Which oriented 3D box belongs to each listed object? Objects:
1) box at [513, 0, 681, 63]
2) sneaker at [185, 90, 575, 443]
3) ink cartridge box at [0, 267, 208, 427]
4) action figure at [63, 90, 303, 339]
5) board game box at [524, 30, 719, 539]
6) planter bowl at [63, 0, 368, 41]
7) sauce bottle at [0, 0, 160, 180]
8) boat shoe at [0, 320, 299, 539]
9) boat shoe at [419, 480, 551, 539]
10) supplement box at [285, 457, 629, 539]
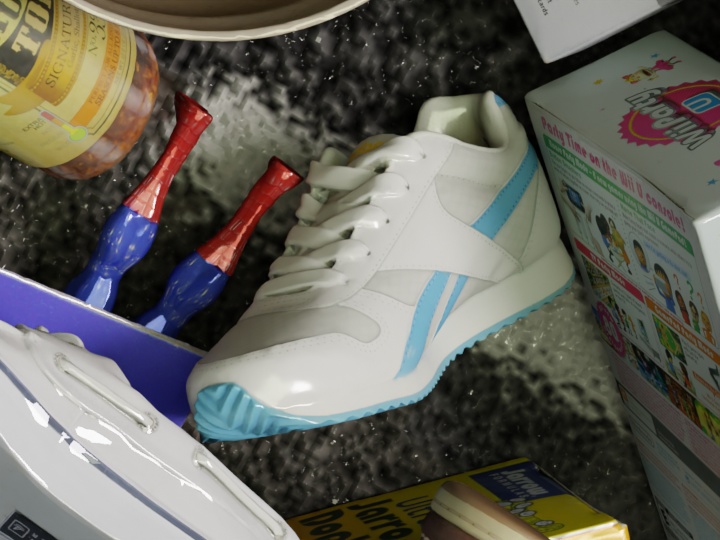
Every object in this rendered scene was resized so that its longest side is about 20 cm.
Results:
[{"bbox_3d":[0.117,-0.183,0.874,0.199,0.041,0.156,-25,92,26],"label":"box"},{"bbox_3d":[0.000,0.000,0.883,0.200,0.076,0.081,-35,111,-53],"label":"sneaker"},{"bbox_3d":[-0.173,0.082,0.856,0.198,0.043,0.200,23,110,-25],"label":"ink cartridge box"},{"bbox_3d":[-0.097,0.035,0.916,0.065,0.052,0.200,34,94,-11],"label":"action figure"},{"bbox_3d":[0.136,0.033,0.904,0.064,0.148,0.201,-25,116,-9],"label":"board game box"},{"bbox_3d":[-0.059,-0.180,0.850,0.199,0.135,0.201,-2,99,-14],"label":"planter bowl"},{"bbox_3d":[-0.150,-0.092,0.832,0.200,0.066,0.066,29,90,-47],"label":"sauce bottle"},{"bbox_3d":[-0.102,0.054,0.818,0.200,0.074,0.065,44,42,-14],"label":"boat shoe"},{"bbox_3d":[0.081,0.153,0.855,0.072,0.072,0.200,-47,112,-6],"label":"boat shoe"},{"bbox_3d":[0.046,0.186,0.942,0.109,0.109,0.201,-13,101,-12],"label":"supplement box"}]
